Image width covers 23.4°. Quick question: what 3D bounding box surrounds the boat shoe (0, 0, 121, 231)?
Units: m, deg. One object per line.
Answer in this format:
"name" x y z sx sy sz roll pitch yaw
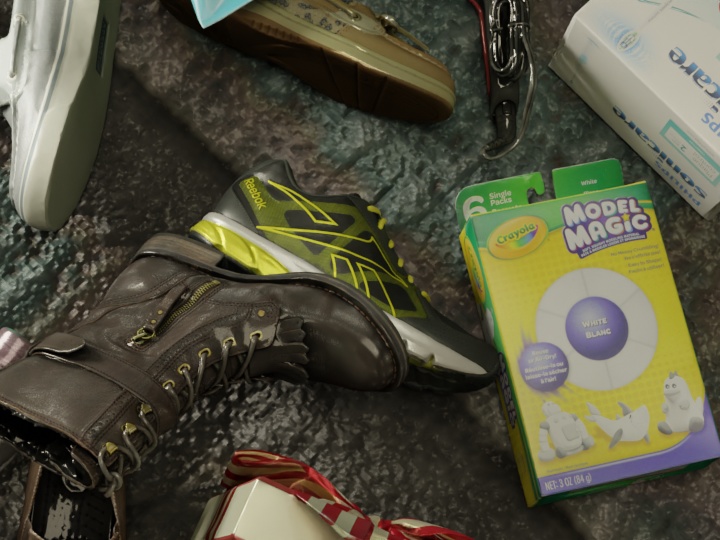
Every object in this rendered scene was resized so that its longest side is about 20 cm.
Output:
"boat shoe" -0.192 -0.119 1.045 0.071 0.070 0.201 5 70 7

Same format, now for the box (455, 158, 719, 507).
"box" 0.133 0.030 1.040 0.117 0.048 0.201 -12 74 -9

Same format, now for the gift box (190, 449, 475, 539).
"gift box" -0.012 0.207 0.891 0.184 0.200 0.187 26 73 -12

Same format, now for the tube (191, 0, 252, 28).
"tube" -0.102 -0.234 1.062 0.077 0.050 0.200 -30 62 -1

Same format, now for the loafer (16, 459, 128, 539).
"loafer" -0.164 0.166 0.955 0.073 0.071 0.201 -2 77 -4

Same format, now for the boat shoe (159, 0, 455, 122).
"boat shoe" -0.027 -0.154 1.062 0.200 0.073 0.063 26 73 4

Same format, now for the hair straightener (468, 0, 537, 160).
"hair straightener" 0.083 -0.166 1.075 0.041 0.077 0.201 3 74 -7

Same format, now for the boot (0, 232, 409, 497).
"boot" -0.093 0.064 0.934 0.200 0.069 0.174 17 39 22

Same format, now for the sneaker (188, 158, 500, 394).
"sneaker" 0.000 0.000 1.020 0.200 0.074 0.085 29 73 3

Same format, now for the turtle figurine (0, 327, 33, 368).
"turtle figurine" -0.268 0.105 0.956 0.150 0.101 0.200 36 68 5

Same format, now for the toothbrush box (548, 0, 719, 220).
"toothbrush box" 0.241 -0.155 1.084 0.200 0.085 0.146 -42 82 -14
